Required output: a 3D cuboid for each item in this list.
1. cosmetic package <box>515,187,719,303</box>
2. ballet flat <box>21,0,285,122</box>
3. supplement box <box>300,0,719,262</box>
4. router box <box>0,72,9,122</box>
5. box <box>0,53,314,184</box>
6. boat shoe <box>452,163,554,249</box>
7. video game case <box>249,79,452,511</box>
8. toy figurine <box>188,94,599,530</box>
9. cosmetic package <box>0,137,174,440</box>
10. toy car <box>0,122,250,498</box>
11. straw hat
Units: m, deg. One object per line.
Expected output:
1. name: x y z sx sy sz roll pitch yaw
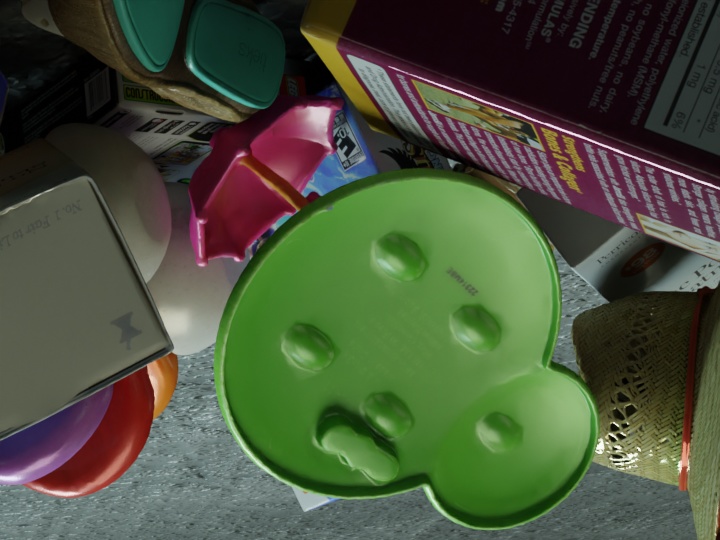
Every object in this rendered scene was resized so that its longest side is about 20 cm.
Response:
1. cosmetic package: 0.180 -0.062 1.070 0.200 0.052 0.151 -40 154 8
2. ballet flat: -0.094 -0.108 0.944 0.072 0.068 0.200 9 174 19
3. supplement box: 0.096 -0.082 0.868 0.199 0.104 0.131 22 172 16
4. router box: -0.236 -0.093 0.782 0.178 0.049 0.200 2 154 13
5. box: -0.120 -0.057 1.141 0.109 0.035 0.200 4 161 -35
6. boat shoe: 0.077 -0.033 1.156 0.074 0.067 0.200 37 180 5
7. video game case: -0.007 0.013 1.168 0.045 0.182 0.200 -26 178 -35
8. toy figurine: 0.000 0.000 1.024 0.150 0.184 0.200 -45 124 7
9. cosmetic package: -0.142 0.007 0.890 0.103 0.074 0.200 -26 -169 -9
10. toy car: -0.153 0.028 1.082 0.174 0.151 0.200 -10 161 19
11. straw hat: 0.133 0.050 1.038 0.084 0.203 0.201 7 168 14
